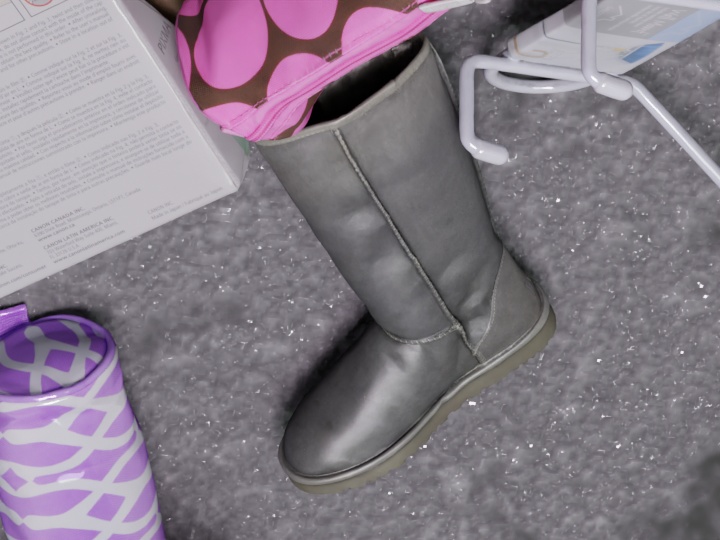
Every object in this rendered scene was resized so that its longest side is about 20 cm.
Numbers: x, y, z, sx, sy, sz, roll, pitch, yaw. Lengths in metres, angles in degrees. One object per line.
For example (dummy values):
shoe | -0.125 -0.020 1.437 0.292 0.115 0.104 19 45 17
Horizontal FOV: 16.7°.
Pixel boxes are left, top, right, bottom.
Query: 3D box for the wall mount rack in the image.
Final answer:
wall mount rack | 0.149 -0.084 1.167 0.173 0.200 0.075 6 75 -26

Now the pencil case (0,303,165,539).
pencil case | -0.147 0.122 1.266 0.083 0.086 0.201 -15 120 -15

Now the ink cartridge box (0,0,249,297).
ink cartridge box | -0.169 -0.092 1.151 0.160 0.050 0.200 -23 119 17

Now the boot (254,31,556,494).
boot | -0.002 -0.001 1.223 0.182 0.073 0.200 -40 136 -6

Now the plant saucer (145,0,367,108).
plant saucer | -0.057 -0.150 1.174 0.199 0.030 0.201 -6 119 -10

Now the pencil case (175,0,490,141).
pencil case | 0.002 -0.124 1.084 0.090 0.094 0.200 10 152 -39
